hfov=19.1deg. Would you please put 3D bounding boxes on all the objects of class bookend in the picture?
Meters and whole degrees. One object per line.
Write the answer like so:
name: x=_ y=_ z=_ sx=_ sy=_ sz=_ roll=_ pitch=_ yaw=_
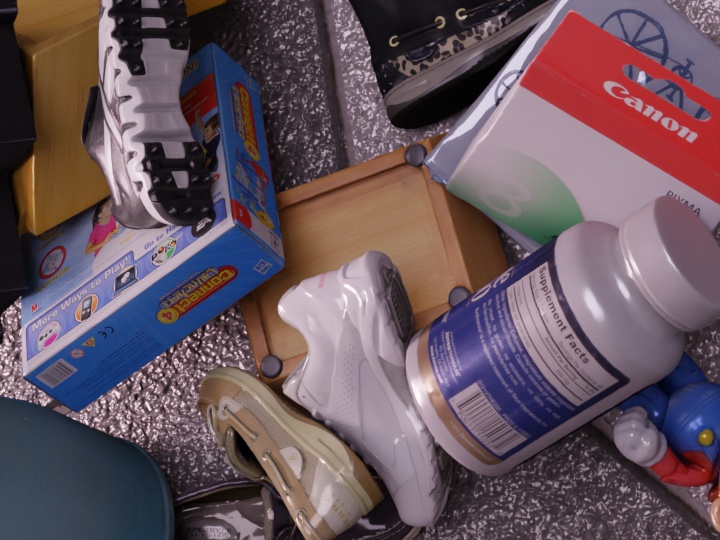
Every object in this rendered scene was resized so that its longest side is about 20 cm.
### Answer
bookend: x=-0.285 y=-0.060 z=1.474 sx=0.092 sy=0.199 sz=0.202 roll=-8 pitch=80 yaw=-26

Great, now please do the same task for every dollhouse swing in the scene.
dollhouse swing: x=-0.198 y=-0.139 z=1.579 sx=0.200 sy=0.175 sz=0.183 roll=29 pitch=122 yaw=54

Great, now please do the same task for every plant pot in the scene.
plant pot: x=-0.263 y=0.173 z=1.470 sx=0.199 sy=0.188 sz=0.201 roll=-22 pitch=51 yaw=30

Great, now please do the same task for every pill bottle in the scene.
pill bottle: x=0.134 y=0.038 z=1.359 sx=0.200 sy=0.111 sz=0.112 roll=-35 pitch=70 yaw=29

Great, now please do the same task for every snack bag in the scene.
snack bag: x=0.172 y=-0.086 z=1.465 sx=0.188 sy=0.021 sz=0.200 roll=40 pitch=92 yaw=-4

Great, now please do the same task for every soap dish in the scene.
soap dish: x=0.000 y=0.000 z=1.512 sx=0.199 sy=0.081 sz=0.158 roll=-20 pitch=75 yaw=15

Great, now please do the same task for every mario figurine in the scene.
mario figurine: x=0.241 y=0.099 z=1.403 sx=0.124 sy=0.106 sz=0.200 roll=-47 pitch=68 yaw=5

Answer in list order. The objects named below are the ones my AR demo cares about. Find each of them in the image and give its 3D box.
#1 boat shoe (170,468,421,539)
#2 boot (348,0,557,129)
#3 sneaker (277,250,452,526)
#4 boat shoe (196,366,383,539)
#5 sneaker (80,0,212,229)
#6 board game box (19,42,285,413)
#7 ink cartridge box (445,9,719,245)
boat shoe: x=-0.055 y=0.176 z=1.505 sx=0.198 sy=0.065 sz=0.073 roll=-6 pitch=76 yaw=16
boot: x=0.081 y=-0.212 z=1.531 sx=0.203 sy=0.073 sz=0.154 roll=-30 pitch=69 yaw=9
sneaker: x=0.001 y=0.085 z=1.444 sx=0.099 sy=0.078 sz=0.201 roll=-12 pitch=109 yaw=18
boat shoe: x=-0.063 y=0.126 z=1.458 sx=0.063 sy=0.073 sz=0.200 roll=-43 pitch=40 yaw=-14
sneaker: x=-0.156 y=-0.118 z=1.444 sx=0.090 sy=0.066 sz=0.202 roll=-21 pitch=76 yaw=48
board game box: x=-0.153 y=-0.032 z=1.513 sx=0.199 sy=0.056 sz=0.197 roll=-34 pitch=40 yaw=22
ink cartridge box: x=0.158 y=-0.065 z=1.360 sx=0.160 sy=0.200 sz=0.050 roll=30 pitch=67 yaw=-3
